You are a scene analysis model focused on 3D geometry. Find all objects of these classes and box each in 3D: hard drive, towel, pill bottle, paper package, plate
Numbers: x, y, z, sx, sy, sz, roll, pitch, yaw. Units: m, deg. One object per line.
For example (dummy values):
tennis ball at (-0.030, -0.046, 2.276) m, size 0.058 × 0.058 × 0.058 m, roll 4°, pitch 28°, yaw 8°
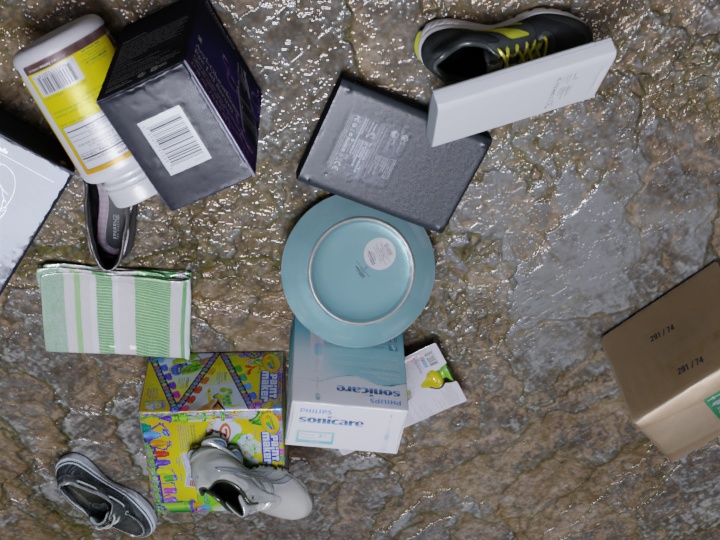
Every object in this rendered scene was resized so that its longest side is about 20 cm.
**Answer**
hard drive at (0.040, -0.137, 1.233) m, size 0.200 × 0.033 × 0.140 m, roll 20°, pitch 117°, yaw -15°
towel at (-0.328, 0.058, 1.372) m, size 0.200 × 0.023 × 0.153 m, roll 3°, pitch 126°, yaw -5°
hard drive at (0.174, -0.196, 1.138) m, size 0.200 × 0.026 × 0.132 m, roll -17°, pitch 168°, yaw -3°
pill bottle at (-0.289, -0.173, 1.135) m, size 0.109 × 0.109 × 0.200 m, roll -21°, pitch 113°, yaw 13°
paper package at (0.441, 0.120, 1.345) m, size 0.200 × 0.191 × 0.103 m, roll -38°, pitch 119°, yaw 21°
plate at (0.000, 0.000, 1.283) m, size 0.200 × 0.026 × 0.201 m, roll -1°, pitch 96°, yaw -10°

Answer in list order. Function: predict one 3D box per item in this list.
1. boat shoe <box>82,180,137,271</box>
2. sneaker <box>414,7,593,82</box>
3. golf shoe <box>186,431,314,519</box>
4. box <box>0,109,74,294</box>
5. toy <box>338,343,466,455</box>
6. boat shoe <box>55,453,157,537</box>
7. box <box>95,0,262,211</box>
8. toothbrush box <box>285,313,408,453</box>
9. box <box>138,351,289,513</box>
boat shoe at (-0.304, -0.088, 1.246) m, size 0.067 × 0.057 × 0.200 m, roll 3°, pitch 126°, yaw -5°
sneaker at (0.162, -0.239, 1.139) m, size 0.200 × 0.085 × 0.075 m, roll -6°, pitch 127°, yaw 2°
golf shoe at (-0.147, 0.303, 1.364) m, size 0.200 × 0.097 × 0.078 m, roll 32°, pitch 116°, yaw -25°
box at (-0.446, -0.081, 1.180) m, size 0.148 × 0.107 × 0.200 m, roll 31°, pitch 101°, yaw -23°
toy at (0.038, 0.176, 1.459) m, size 0.200 × 0.047 × 0.115 m, roll -24°, pitch 120°, yaw 11°
boat shoe at (-0.394, 0.363, 1.560) m, size 0.072 × 0.071 × 0.200 m, roll -33°, pitch 121°, yaw 20°
box at (-0.186, -0.186, 1.093) m, size 0.104 × 0.200 × 0.148 m, roll -22°, pitch 125°, yaw 13°
toothbrush box at (-0.020, 0.132, 1.327) m, size 0.146 × 0.200 × 0.085 m, roll 5°, pitch 128°, yaw -7°
box at (-0.199, 0.230, 1.441) m, size 0.192 × 0.122 × 0.200 m, roll -1°, pitch 126°, yaw -2°
